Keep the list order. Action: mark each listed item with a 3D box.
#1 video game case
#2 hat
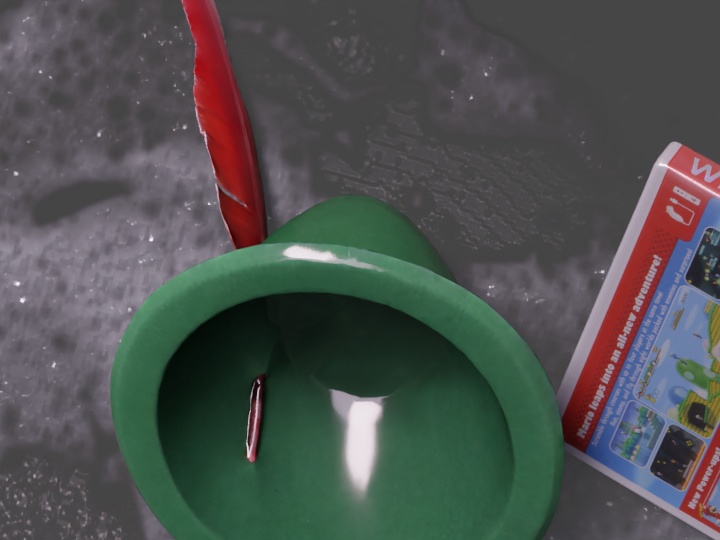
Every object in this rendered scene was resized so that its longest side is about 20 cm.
[{"bbox_3d":[0.170,0.057,0.990,0.199,0.017,0.143,30,134,12],"label":"video game case"},{"bbox_3d":[0.000,0.000,1.074,0.164,0.177,0.201,-2,127,12],"label":"hat"}]
